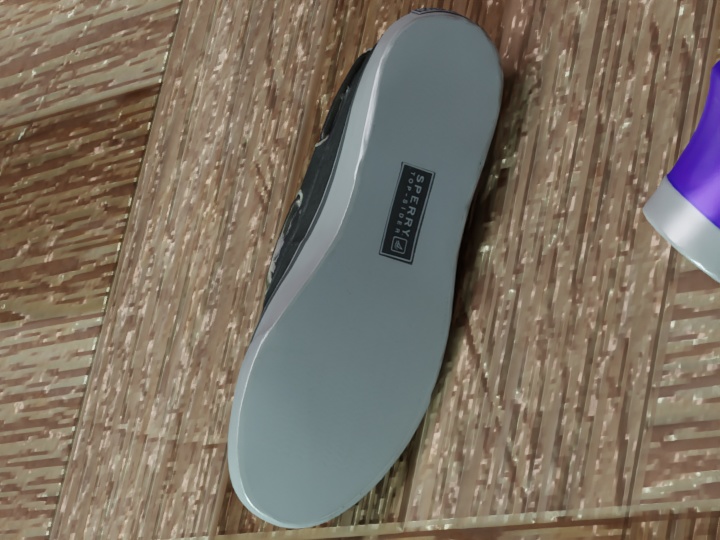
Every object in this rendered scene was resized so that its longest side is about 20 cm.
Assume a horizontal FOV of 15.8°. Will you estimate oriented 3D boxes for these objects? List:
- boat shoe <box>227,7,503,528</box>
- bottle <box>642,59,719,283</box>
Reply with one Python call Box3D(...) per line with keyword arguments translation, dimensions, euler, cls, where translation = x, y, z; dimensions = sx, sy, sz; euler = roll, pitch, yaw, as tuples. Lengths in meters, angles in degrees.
Box3D(translation=(0.000, 0.000, 0.955), dimensions=(0.200, 0.069, 0.057), euler=(-69, 18, -11), cls="boat shoe")
Box3D(translation=(0.165, -0.082, 0.794), dimensions=(0.200, 0.065, 0.084), euler=(-52, 39, 14), cls="bottle")
